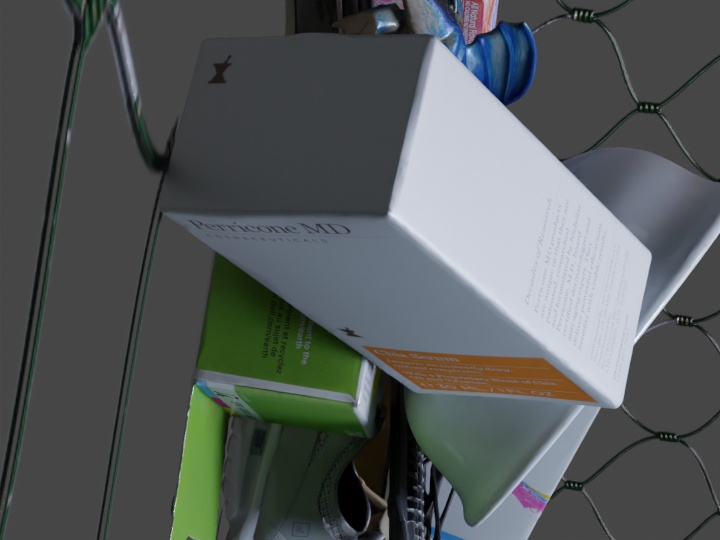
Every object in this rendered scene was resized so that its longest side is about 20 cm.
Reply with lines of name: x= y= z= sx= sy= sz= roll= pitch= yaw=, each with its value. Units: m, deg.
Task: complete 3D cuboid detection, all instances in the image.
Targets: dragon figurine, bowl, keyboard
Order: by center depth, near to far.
dragon figurine: x=0.039 y=-0.096 z=0.986 sx=0.099 sy=0.059 sz=0.201 roll=-29 pitch=147 yaw=-34
bowl: x=0.080 y=0.012 z=0.997 sx=0.201 sy=0.090 sz=0.201 roll=-50 pitch=177 yaw=-4
keyboard: x=0.032 y=0.086 z=1.077 sx=0.200 sy=0.039 sz=0.104 roll=-87 pitch=177 yaw=-53

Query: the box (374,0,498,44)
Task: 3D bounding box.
box: x=0.024 y=-0.140 z=1.151 sx=0.200 sy=0.095 sz=0.100 roll=90 pitch=10 yaw=-65

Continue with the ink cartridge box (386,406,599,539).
ink cartridge box: x=0.088 y=0.079 z=1.327 sx=0.145 sy=0.084 sz=0.201 roll=-72 pitch=-176 yaw=-54

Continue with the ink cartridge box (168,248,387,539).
ink cartridge box: x=-0.031 y=0.062 z=0.963 sx=0.148 sy=0.075 sz=0.201 roll=72 pitch=26 yaw=-80

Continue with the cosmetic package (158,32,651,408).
cosmetic package: x=0.024 y=-0.014 z=0.825 sx=0.200 sy=0.101 sz=0.072 roll=38 pitch=61 yaw=-52

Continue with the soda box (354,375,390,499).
soda box: x=-0.008 y=0.065 z=1.334 sx=0.064 sy=0.067 sz=0.201 roll=-70 pitch=169 yaw=-72

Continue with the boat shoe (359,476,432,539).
boat shoe: x=0.009 y=0.161 z=1.157 sx=0.072 sy=0.200 sz=0.065 roll=-43 pitch=141 yaw=-3

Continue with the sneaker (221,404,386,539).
sneaker: x=-0.030 y=0.143 z=1.101 sx=0.075 sy=0.082 sz=0.201 roll=-75 pitch=173 yaw=-55

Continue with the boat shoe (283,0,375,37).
boat shoe: x=-0.007 y=-0.139 z=0.998 sx=0.200 sy=0.057 sz=0.067 roll=94 pitch=6 yaw=-48
